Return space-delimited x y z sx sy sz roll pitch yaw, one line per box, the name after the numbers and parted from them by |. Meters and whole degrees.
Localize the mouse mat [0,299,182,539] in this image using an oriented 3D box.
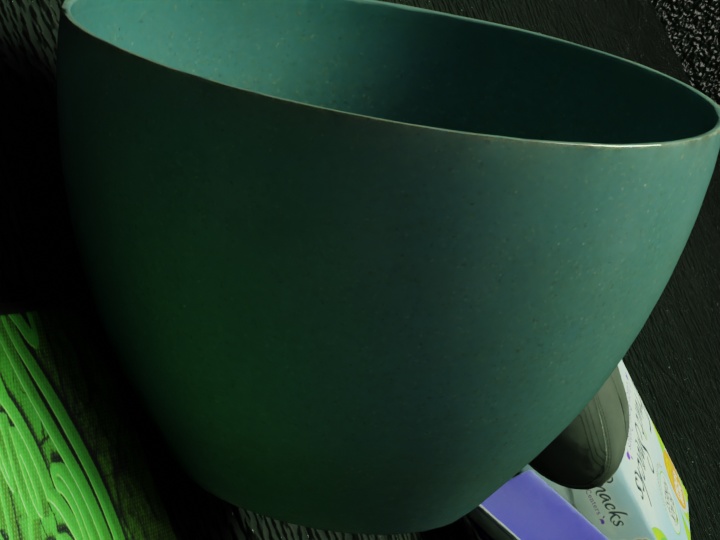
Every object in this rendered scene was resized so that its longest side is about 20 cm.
-0.065 0.102 0.671 0.201 0.007 0.161 67 14 4 | mouse mat

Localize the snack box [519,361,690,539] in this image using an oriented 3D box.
0.105 0.068 1.269 0.201 0.053 0.142 63 15 -16 | snack box

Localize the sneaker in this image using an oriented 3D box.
0.052 0.033 1.127 0.200 0.075 0.080 53 32 -25 | sneaker

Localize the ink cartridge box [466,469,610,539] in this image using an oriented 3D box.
0.121 0.163 1.031 0.200 0.043 0.198 56 -9 -35 | ink cartridge box

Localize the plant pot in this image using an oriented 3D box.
0.000 0.000 0.767 0.200 0.198 0.136 -57 158 -74 | plant pot
